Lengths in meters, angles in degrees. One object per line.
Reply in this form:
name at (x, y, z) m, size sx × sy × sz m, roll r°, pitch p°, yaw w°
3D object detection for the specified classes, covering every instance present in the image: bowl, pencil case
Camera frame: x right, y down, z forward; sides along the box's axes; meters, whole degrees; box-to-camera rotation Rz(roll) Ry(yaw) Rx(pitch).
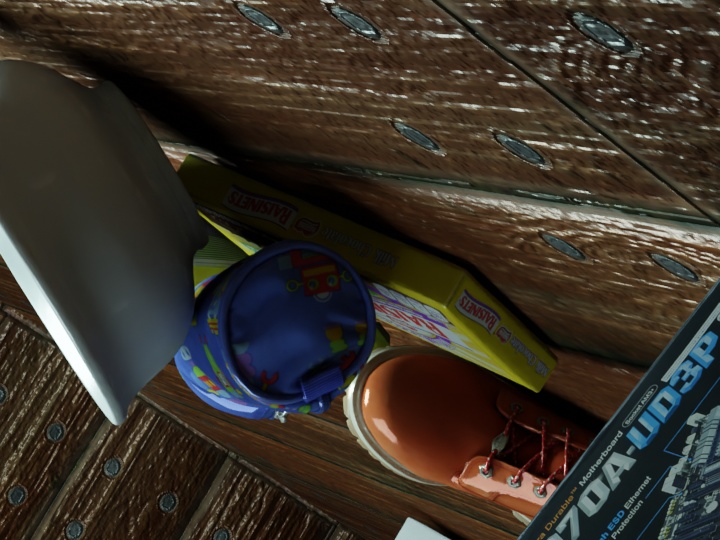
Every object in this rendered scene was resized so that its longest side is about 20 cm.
bowl at (-0.137, -0.030, 1.276) m, size 0.201 × 0.090 × 0.201 m, roll 56°, pitch 171°, yaw 14°
pencil case at (-0.045, 0.035, 1.294) m, size 0.087 × 0.078 × 0.200 m, roll 62°, pitch 169°, yaw 0°

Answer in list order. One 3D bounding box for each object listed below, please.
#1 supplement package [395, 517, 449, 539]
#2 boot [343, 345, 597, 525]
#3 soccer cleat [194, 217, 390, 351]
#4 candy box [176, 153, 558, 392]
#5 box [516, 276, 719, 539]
supplement package at (0.088, 0.355, 2.477) m, size 0.151 × 0.151 × 0.200 m, roll 29°, pitch 171°, yaw 18°
boot at (0.089, 0.097, 1.418) m, size 0.200 × 0.075 × 0.107 m, roll 26°, pitch 171°, yaw -23°
soccer cleat at (-0.070, 0.022, 1.457) m, size 0.200 × 0.084 × 0.065 m, roll 32°, pitch 171°, yaw -8°
candy box at (0.000, 0.000, 1.301) m, size 0.200 × 0.026 × 0.102 m, roll 24°, pitch 171°, yaw 40°
box at (0.127, 0.079, 0.756) m, size 0.046 × 0.200 × 0.159 m, roll 48°, pitch 163°, yaw -29°
